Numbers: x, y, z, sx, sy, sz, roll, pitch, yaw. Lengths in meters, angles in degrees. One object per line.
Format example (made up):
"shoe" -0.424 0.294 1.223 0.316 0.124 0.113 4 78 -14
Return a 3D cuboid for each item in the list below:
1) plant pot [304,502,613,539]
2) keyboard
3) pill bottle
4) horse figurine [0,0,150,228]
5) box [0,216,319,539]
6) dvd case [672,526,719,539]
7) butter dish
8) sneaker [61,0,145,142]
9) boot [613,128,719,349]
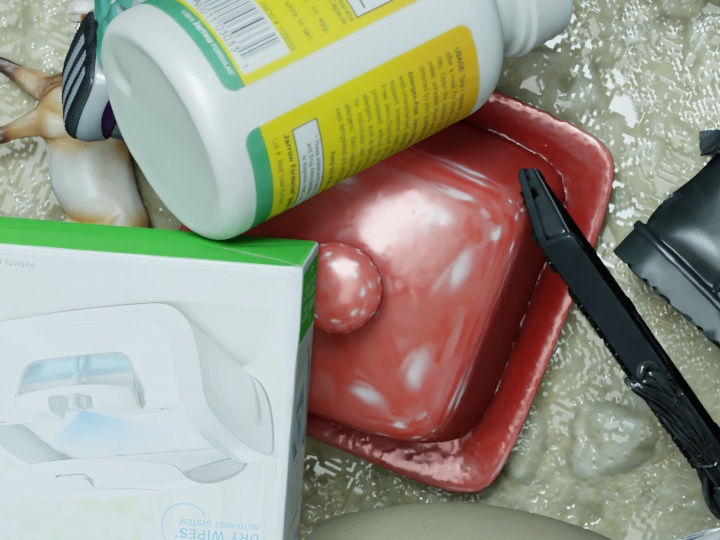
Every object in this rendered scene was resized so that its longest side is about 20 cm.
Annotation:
"plant pot" 0.021 0.192 1.397 0.134 0.200 0.200 26 102 11
"keyboard" 0.135 0.049 1.347 0.021 0.127 0.200 -34 121 7
"pill bottle" -0.007 -0.104 1.308 0.200 0.113 0.113 -29 93 -21
"horse figurine" -0.155 -0.041 1.468 0.132 0.050 0.200 -3 96 14
"box" -0.125 0.070 1.298 0.200 0.097 0.177 5 98 3
"dvd case" 0.200 0.160 1.368 0.149 0.200 0.016 -18 61 12
"butter dish" 0.000 0.000 1.395 0.199 0.148 0.200 22 101 6
"sneaker" -0.073 -0.135 1.365 0.087 0.074 0.200 13 136 -20
"boot" 0.238 -0.013 1.392 0.198 0.073 0.162 42 97 1
